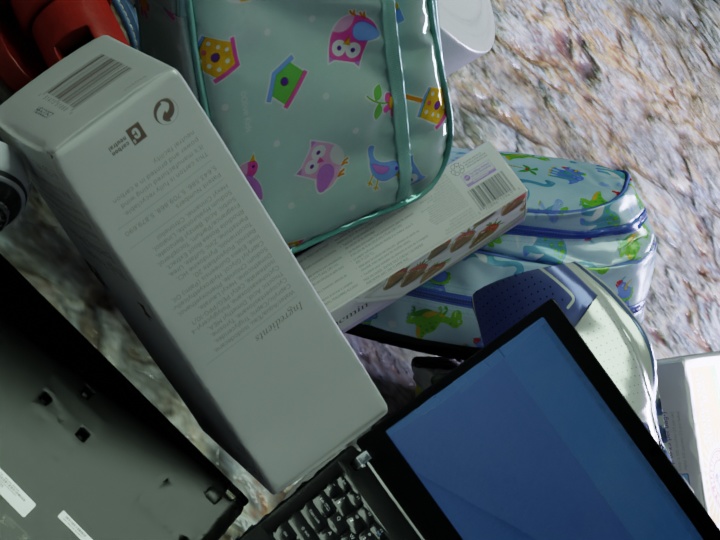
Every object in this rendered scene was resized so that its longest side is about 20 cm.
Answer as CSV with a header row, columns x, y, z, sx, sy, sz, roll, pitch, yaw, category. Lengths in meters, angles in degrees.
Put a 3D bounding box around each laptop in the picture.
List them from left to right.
x,y,z,sx,sy,sz,roll,pitch,yaw,category
-0.150,0.082,1.114,0.177,0.103,0.200,44,48,-3,laptop
0.059,0.145,1.103,0.178,0.103,0.200,54,41,0,laptop

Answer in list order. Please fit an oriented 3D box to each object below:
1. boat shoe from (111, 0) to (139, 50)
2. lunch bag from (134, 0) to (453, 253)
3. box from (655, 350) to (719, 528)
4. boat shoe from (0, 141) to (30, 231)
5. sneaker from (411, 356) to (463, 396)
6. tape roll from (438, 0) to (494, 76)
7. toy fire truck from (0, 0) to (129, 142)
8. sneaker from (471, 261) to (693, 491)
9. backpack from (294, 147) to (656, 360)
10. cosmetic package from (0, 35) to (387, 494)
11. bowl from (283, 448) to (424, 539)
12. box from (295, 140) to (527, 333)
x,y,z,sx,sy,sz,roll,pitch,yaw,category
-0.195,-0.158,1.386,0.072,0.073,0.200,-26,51,-30,boat shoe
-0.030,-0.115,1.253,0.160,0.201,0.077,-20,33,-23,lunch bag
0.202,0.111,1.538,0.200,0.101,0.113,0,82,-61,box
-0.224,-0.009,1.010,0.198,0.074,0.068,-6,53,-36,boat shoe
0.066,0.099,1.423,0.078,0.091,0.200,2,5,5,sneaker
-0.031,-0.181,1.405,0.203,0.139,0.203,50,21,-27,tape roll
-0.162,-0.080,1.176,0.128,0.176,0.201,13,42,-54,toy fire truck
0.113,0.093,1.261,0.115,0.080,0.200,-10,74,-60,sneaker
0.073,-0.008,1.417,0.199,0.154,0.163,25,12,8,backpack
-0.078,-0.003,1.102,0.201,0.074,0.102,60,-13,-24,cosmetic package
0.045,0.182,1.224,0.200,0.075,0.200,41,24,-11,bowl
0.000,0.000,1.314,0.042,0.199,0.039,52,-14,21,box
